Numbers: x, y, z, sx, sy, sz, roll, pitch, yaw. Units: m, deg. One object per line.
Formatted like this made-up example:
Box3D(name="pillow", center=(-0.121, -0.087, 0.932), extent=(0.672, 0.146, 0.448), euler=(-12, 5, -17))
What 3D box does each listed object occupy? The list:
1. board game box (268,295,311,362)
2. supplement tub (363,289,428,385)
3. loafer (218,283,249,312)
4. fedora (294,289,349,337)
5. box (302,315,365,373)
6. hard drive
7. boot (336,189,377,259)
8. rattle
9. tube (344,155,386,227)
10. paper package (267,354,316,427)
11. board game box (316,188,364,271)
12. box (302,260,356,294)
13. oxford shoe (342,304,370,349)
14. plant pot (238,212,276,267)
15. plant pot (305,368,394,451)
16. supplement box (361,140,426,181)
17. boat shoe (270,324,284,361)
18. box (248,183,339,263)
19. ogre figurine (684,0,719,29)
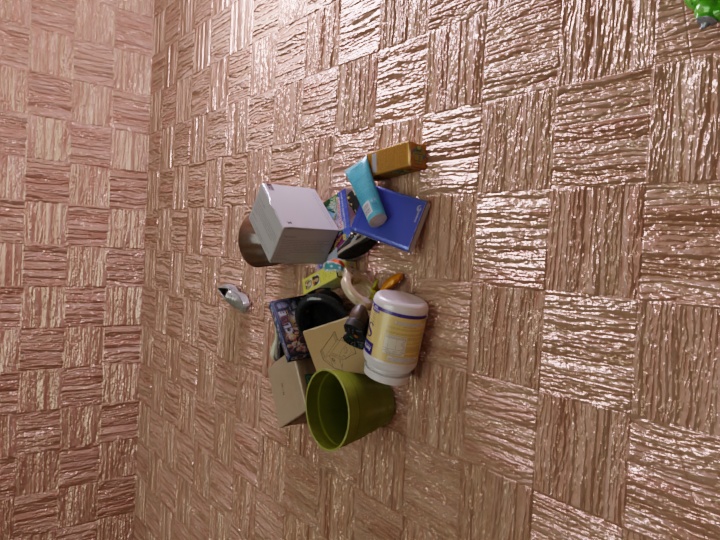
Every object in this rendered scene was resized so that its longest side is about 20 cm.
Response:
Box3D(name="board game box", center=(-0.195, 0.177, 1.853), extent=(0.204, 0.132, 0.035), euler=(65, 148, 29))
Box3D(name="supplement tub", center=(0.085, 0.166, 1.486), extent=(0.144, 0.142, 0.207), euler=(25, 107, 49))
Box3D(name="loafer", center=(-0.488, 0.109, 2.288), extent=(0.198, 0.068, 0.072), euler=(29, 111, 49))
Box3D(name="fedora", center=(-0.099, 0.132, 1.749), extent=(0.201, 0.198, 0.093), euler=(-48, 10, 39))
Box3D(name="box", center=(-0.059, 0.226, 1.685), extent=(0.195, 0.021, 0.169), euler=(-19, 91, 30))
Box3D(name="hard drive", center=(0.074, -0.138, 1.542), extent=(0.196, 0.025, 0.136), euler=(22, 89, 36))
Box3D(name="boot", center=(-0.003, -0.138, 1.652), extent=(0.198, 0.072, 0.154), euler=(-37, 59, 29))
Box3D(name="rattle", center=(0.000, 0.000, 1.603), extent=(0.202, 0.127, 0.145), euler=(54, 138, 25))
Box3D(name="tube", center=(0.015, -0.209, 1.560), extent=(0.076, 0.050, 0.205), euler=(-29, 59, 15))
Box3D(name="paper package", center=(-0.198, 0.368, 1.879), extent=(0.190, 0.101, 0.206), euler=(-40, 58, 44))
Box3D(name="board game box", center=(-0.075, -0.114, 1.784), extent=(0.197, 0.040, 0.207), euler=(-25, 69, 49))
Box3D(name="box", center=(-0.094, 0.025, 1.781), extent=(0.198, 0.073, 0.052), euler=(-29, 65, 49))
Box3D(name="oxford shoe", center=(-0.001, 0.149, 1.552), extent=(0.201, 0.071, 0.086), euler=(101, -168, -64))
Box3D(name="plant pot", center=(-0.269, -0.100, 1.947), extent=(0.195, 0.184, 0.194), euler=(5, 93, 38))
Box3D(name="plant pot", center=(-0.016, 0.356, 1.572), extent=(0.197, 0.188, 0.208), euler=(-2, 88, 51))
Box3D(name="supplement box", center=(0.086, -0.286, 1.564), extent=(0.197, 0.065, 0.072), euler=(-7, 83, 52))
Box3D(name="boat shoe", center=(-0.252, 0.215, 1.986), extent=(0.064, 0.071, 0.207), euler=(21, 103, 37))
Box3D(name="box", center=(-0.199, -0.137, 1.754), extent=(0.201, 0.195, 0.133), euler=(58, 132, 36))
Box3D(name="ogre figurine", center=(0.561, -0.470, 0.934), extent=(0.119, 0.097, 0.205), euler=(-32, 75, 33))
